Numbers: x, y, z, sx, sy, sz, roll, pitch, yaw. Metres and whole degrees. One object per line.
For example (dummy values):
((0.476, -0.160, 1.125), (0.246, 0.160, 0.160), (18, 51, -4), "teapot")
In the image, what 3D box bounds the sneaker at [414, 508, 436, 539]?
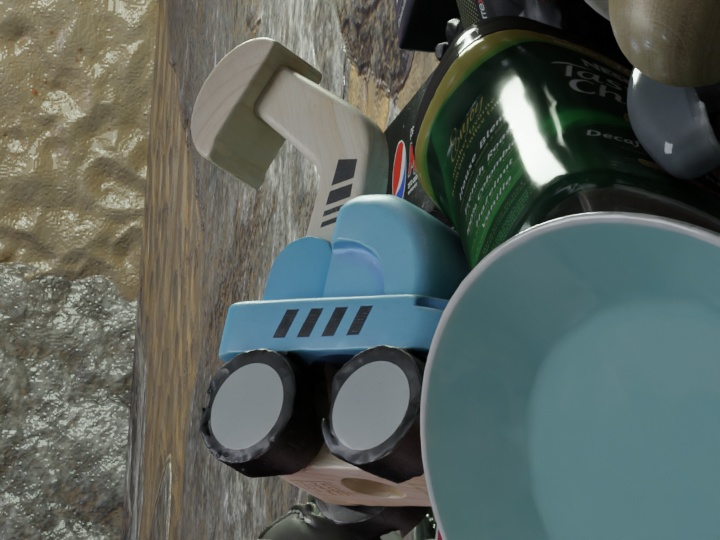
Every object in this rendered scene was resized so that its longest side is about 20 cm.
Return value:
((0.059, 0.118, 1.238), (0.200, 0.080, 0.077), (103, 164, -51), "sneaker")

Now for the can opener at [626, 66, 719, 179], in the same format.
((0.106, -0.114, 1.028), (0.053, 0.067, 0.201), (42, -157, -39), "can opener")

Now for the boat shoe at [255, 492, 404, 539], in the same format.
((0.028, 0.172, 1.198), (0.201, 0.060, 0.072), (44, 165, 31), "boat shoe")

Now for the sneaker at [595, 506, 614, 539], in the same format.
((0.108, 0.093, 0.946), (0.076, 0.087, 0.201), (-165, 78, -79), "sneaker")

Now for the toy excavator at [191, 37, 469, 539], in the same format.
((0.000, 0.000, 1.152), (0.194, 0.100, 0.201), (-2, 65, 40), "toy excavator")

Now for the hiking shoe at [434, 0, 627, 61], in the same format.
((0.066, -0.157, 1.171), (0.100, 0.076, 0.201), (29, 124, 33), "hiking shoe")

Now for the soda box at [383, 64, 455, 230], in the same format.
((0.055, -0.051, 1.343), (0.200, 0.063, 0.071), (135, 137, -74), "soda box")

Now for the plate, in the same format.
((0.103, 0.072, 0.868), (0.200, 0.026, 0.201), (20, 125, 32), "plate")

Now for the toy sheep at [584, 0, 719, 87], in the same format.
((0.109, -0.145, 0.891), (0.138, 0.137, 0.201), (115, 167, -64), "toy sheep")

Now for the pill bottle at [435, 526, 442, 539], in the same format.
((0.075, 0.147, 1.050), (0.110, 0.109, 0.201), (-113, 27, -67), "pill bottle")

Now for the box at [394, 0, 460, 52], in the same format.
((0.065, -0.213, 1.300), (0.200, 0.078, 0.142), (107, 165, -53), "box")

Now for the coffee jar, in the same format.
((0.082, -0.026, 1.071), (0.086, 0.104, 0.200), (-64, 18, 17), "coffee jar")
